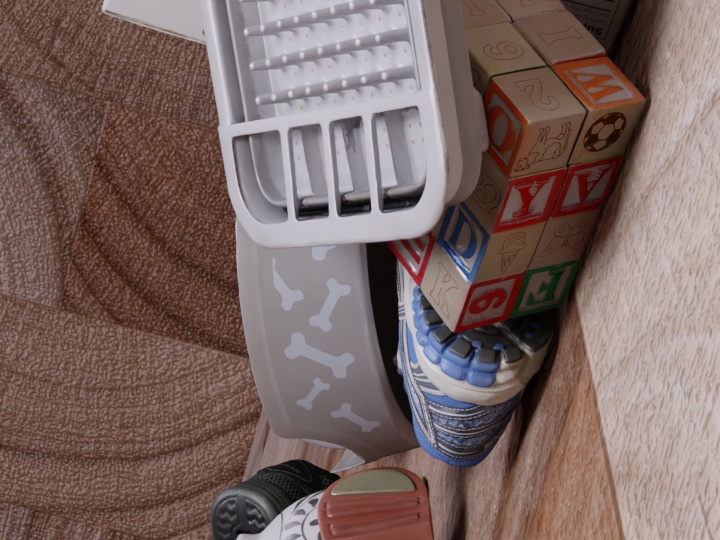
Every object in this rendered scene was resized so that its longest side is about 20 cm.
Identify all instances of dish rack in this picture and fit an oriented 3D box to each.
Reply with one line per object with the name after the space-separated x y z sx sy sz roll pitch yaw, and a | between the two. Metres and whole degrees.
-0.009 -0.112 0.914 0.172 0.044 0.200 -3 98 59 | dish rack

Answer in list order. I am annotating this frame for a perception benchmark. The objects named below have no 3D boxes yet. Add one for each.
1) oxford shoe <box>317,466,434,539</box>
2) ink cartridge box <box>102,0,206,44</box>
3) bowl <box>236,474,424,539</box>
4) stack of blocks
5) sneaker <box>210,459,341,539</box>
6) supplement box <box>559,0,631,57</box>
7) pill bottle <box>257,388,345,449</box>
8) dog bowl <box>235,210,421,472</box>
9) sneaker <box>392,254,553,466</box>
0.015 0.172 1.040 0.200 0.071 0.074 -83 -16 -60 | oxford shoe
-0.067 -0.233 1.190 0.200 0.084 0.146 -83 12 -50 | ink cartridge box
-0.034 0.201 1.275 0.201 0.094 0.201 -164 90 -86 | bowl
0.027 -0.086 0.965 0.200 0.059 0.115 53 142 35 | stack of blocks
-0.032 0.208 1.425 0.114 0.076 0.200 -29 -63 -50 | sneaker
0.100 -0.192 0.988 0.126 0.073 0.200 -81 7 -47 | supplement box
-0.002 0.011 1.436 0.200 0.104 0.104 -79 6 -49 | pill bottle
0.000 0.000 1.111 0.200 0.059 0.200 -6 -90 -73 | dog bowl
0.042 0.017 1.044 0.200 0.077 0.085 -82 3 -60 | sneaker
